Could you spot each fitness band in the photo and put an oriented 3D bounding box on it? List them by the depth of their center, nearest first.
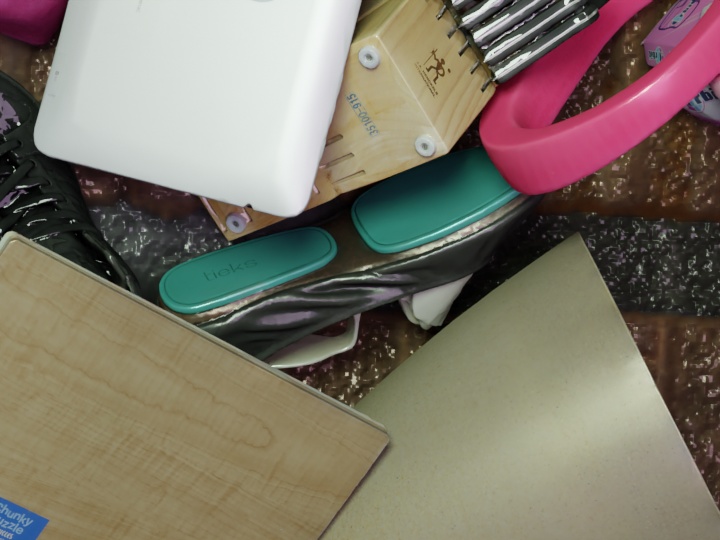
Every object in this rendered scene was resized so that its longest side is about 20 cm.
[{"bbox_3d":[0.133,-0.106,0.914,0.038,0.143,0.200,53,49,-19],"label":"fitness band"}]

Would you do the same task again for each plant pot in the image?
[{"bbox_3d":[0.056,0.110,0.945,0.199,0.187,0.188,-27,106,5],"label":"plant pot"}]

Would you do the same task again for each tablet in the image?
[{"bbox_3d":[-0.060,-0.133,0.870,0.129,0.014,0.201,15,91,12],"label":"tablet"}]

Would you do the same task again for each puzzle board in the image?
[{"bbox_3d":[-0.106,0.086,0.857,0.199,0.017,0.151,30,104,-28],"label":"puzzle board"}]

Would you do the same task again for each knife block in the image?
[{"bbox_3d":[0.021,-0.107,0.952,0.199,0.176,0.064,-21,110,36],"label":"knife block"}]

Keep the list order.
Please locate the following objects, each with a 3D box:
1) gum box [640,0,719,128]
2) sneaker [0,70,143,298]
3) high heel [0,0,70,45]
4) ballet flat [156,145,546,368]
[{"bbox_3d":[0.237,-0.145,0.968,0.200,0.113,0.066,-45,109,-4],"label":"gum box"},{"bbox_3d":[-0.135,-0.006,0.895,0.060,0.104,0.201,-31,107,-8],"label":"sneaker"},{"bbox_3d":[-0.223,-0.155,0.881,0.199,0.068,0.096,9,139,-6],"label":"high heel"},{"bbox_3d":[0.000,0.000,0.958,0.199,0.068,0.069,-19,127,-1],"label":"ballet flat"}]
